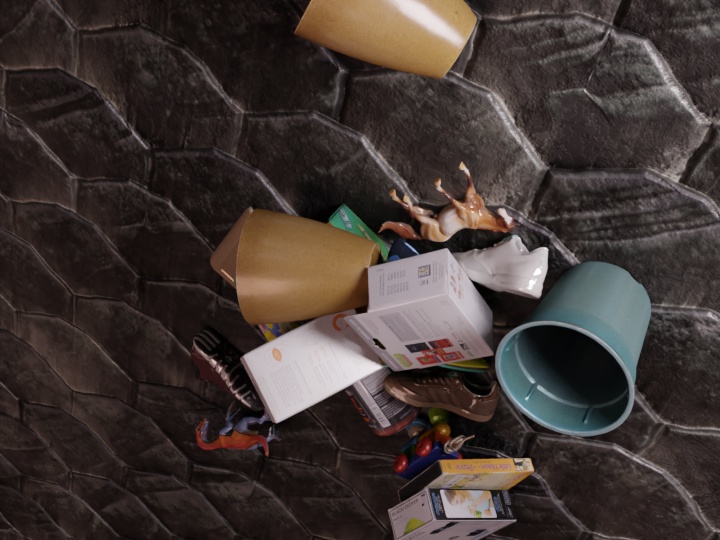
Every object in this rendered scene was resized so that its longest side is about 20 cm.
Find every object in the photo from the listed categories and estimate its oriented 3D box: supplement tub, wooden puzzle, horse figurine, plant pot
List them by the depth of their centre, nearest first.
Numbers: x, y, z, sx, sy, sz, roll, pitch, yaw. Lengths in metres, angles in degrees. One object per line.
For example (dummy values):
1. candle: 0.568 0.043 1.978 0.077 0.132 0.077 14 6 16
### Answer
1. plant pot: 0.043 -0.343 1.342 0.200 0.187 0.186 30 136 -9
2. plant pot: 0.324 0.099 1.475 0.200 0.196 0.201 18 132 21
3. horse figurine: 0.127 -0.088 1.558 0.200 0.050 0.133 -21 127 33
4. plant pot: -0.072 -0.001 1.609 0.199 0.187 0.187 3 126 15
5. supplement tub: 0.018 0.189 1.813 0.107 0.107 0.200 -20 110 42
6. wooden puzzle: -0.167 0.000 1.844 0.200 0.037 0.185 46 136 1

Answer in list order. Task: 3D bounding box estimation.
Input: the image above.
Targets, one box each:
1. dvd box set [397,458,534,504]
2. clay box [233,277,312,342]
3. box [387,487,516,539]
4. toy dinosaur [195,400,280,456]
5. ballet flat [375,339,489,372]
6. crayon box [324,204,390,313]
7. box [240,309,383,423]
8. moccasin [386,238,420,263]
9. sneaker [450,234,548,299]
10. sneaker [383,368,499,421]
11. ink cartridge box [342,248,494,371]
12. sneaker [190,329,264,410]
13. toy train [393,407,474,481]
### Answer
1. dvd box set: 0.186 0.373 1.800 0.146 0.199 0.029 -49 46 46
2. clay box: -0.140 0.080 1.794 0.200 0.048 0.115 59 148 -2
3. box: 0.162 0.434 1.804 0.200 0.060 0.117 12 143 -38
4. toy dinosaur: -0.264 0.333 2.089 0.181 0.200 0.105 -22 95 9
5. ballet flat: 0.119 0.134 1.722 0.199 0.067 0.067 3 89 9
6. crayon box: 0.000 0.000 1.712 0.200 0.058 0.119 45 135 -4
7. box: -0.082 0.152 1.686 0.125 0.200 0.097 63 169 2
8. moccasin: 0.115 0.018 1.637 0.080 0.068 0.200 -17 137 26
9. sneaker: 0.212 -0.016 1.559 0.075 0.089 0.200 22 176 -40
10. sneaker: 0.141 0.196 1.749 0.199 0.070 0.076 15 114 -6
11. ink cartridge box: 0.090 0.067 1.568 0.175 0.084 0.200 -13 144 22
12. sneaker: -0.270 0.216 2.058 0.200 0.076 0.116 48 141 7
13. toy train: 0.143 0.290 1.809 0.084 0.116 0.200 27 134 -22
